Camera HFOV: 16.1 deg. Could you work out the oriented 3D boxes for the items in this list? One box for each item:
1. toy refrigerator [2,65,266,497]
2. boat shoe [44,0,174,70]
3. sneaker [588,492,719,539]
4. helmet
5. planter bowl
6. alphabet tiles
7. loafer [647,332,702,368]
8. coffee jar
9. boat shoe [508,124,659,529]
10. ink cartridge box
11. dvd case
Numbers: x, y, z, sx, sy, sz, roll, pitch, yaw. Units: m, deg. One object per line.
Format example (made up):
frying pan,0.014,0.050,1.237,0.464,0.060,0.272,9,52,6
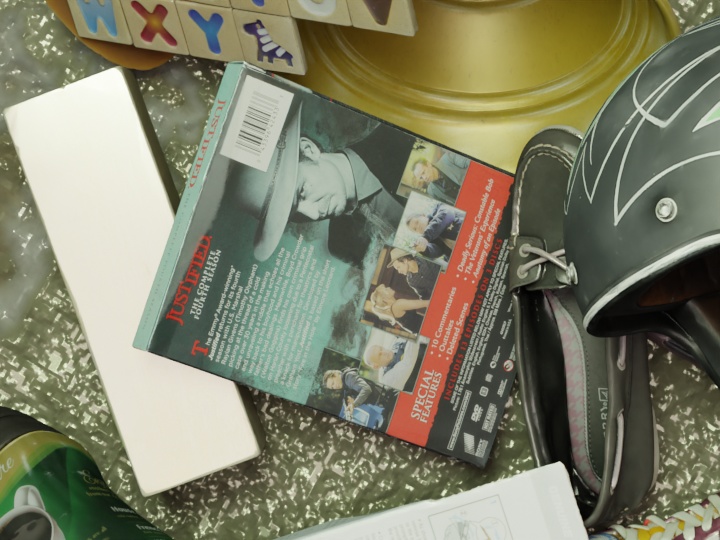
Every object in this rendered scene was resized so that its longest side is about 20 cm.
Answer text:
toy refrigerator,-0.113,0.006,1.263,0.070,0.076,0.201,-20,92,0
boat shoe,-0.147,-0.194,1.257,0.070,0.070,0.200,-27,112,16
sneaker,0.156,0.148,1.268,0.090,0.075,0.200,39,91,-7
helmet,0.194,-0.028,1.157,0.190,0.200,0.200,37,91,5
planter bowl,0.056,-0.133,1.233,0.199,0.201,0.084,3,56,0
alphabet tiles,-0.069,-0.161,1.161,0.199,0.008,0.168,12,136,28
loafer,0.194,0.037,1.277,0.200,0.072,0.063,35,111,5
coffee jar,-0.133,0.154,1.228,0.200,0.085,0.105,37,93,29
boat shoe,0.107,0.031,1.247,0.067,0.057,0.201,-1,108,33
ink cartridge box,0.032,0.197,1.270,0.199,0.057,0.163,-18,91,6
dvd case,0.000,0.000,1.242,0.199,0.022,0.147,20,86,-29
